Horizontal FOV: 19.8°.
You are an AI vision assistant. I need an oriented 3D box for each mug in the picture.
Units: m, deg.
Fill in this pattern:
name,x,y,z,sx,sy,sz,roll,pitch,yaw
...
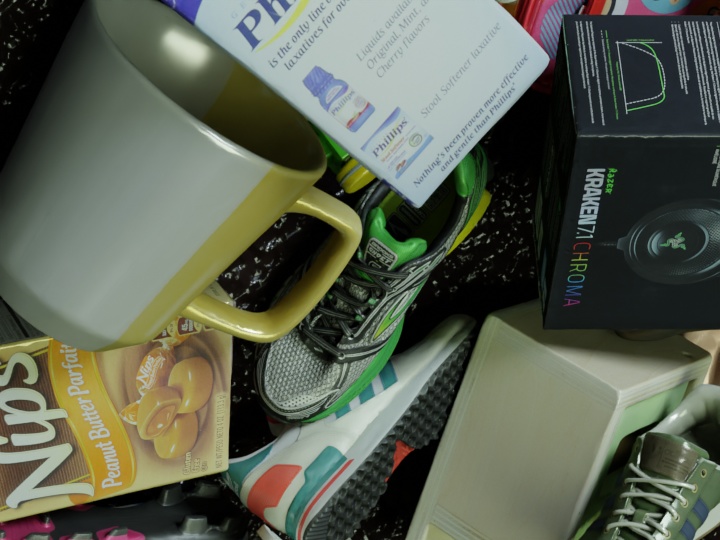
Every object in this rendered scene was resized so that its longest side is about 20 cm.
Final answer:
name,x,y,z,sx,sy,sz,roll,pitch,yaw
mug,-0.106,-0.030,1.071,0.186,0.149,0.154,39,107,2

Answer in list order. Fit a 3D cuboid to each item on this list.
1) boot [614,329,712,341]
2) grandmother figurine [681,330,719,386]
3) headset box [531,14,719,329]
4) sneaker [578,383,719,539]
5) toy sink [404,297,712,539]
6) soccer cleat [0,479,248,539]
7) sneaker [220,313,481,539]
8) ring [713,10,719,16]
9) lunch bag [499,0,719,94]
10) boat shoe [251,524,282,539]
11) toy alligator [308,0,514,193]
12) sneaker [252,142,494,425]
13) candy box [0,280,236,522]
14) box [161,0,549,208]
name,x,y,z,sx,sy,sz,roll,pitch,yaw
boot,0.252,0.036,1.276,0.198,0.075,0.098,-14,113,-3
grandmother figurine,0.257,0.002,1.368,0.120,0.061,0.202,-10,125,-35
headset box,0.205,-0.052,1.157,0.198,0.093,0.175,0,142,-3
sneaker,0.168,0.136,1.203,0.200,0.067,0.091,-38,141,-48
toy sink,0.123,0.129,1.300,0.130,0.112,0.202,-12,127,-55
soccer cleat,-0.157,0.176,1.220,0.198,0.070,0.087,3,116,-32
sneaker,-0.005,0.081,1.253,0.200,0.093,0.071,-47,153,-33
ring,0.263,-0.169,1.210,0.200,0.019,0.202,-38,146,-31
lunch bag,0.149,-0.197,1.174,0.175,0.082,0.202,8,112,-29
boat shoe,-0.051,0.211,1.255,0.062,0.073,0.200,-43,165,-14
toy alligator,0.025,-0.106,1.160,0.200,0.059,0.054,-41,172,11
sneaker,0.000,0.000,1.186,0.201,0.078,0.085,-57,173,4
candy box,-0.172,0.073,1.159,0.198,0.055,0.116,-11,121,-25
box,-0.034,-0.156,1.019,0.105,0.184,0.200,-47,130,6
